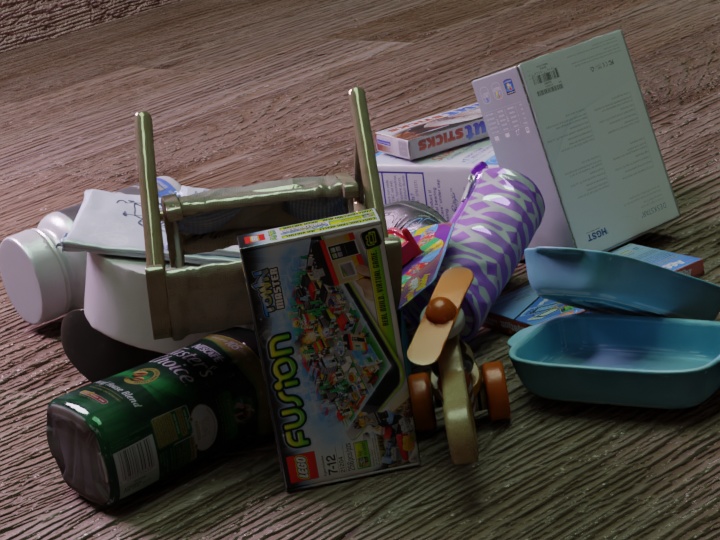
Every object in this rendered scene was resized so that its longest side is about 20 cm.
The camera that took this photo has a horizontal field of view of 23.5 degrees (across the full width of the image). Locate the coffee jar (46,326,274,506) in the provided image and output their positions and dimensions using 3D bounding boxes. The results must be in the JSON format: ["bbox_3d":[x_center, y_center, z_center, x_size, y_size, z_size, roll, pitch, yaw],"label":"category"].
[{"bbox_3d":[-0.148,0.114,1.413,0.199,0.086,0.104,-22,22,-34],"label":"coffee jar"}]

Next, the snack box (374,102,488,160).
[{"bbox_3d":[0.118,-0.158,1.860,0.198,0.025,0.072,-18,19,-26],"label":"snack box"}]

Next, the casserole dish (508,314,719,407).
[{"bbox_3d":[0.215,0.074,1.398,0.198,0.039,0.121,3,19,31],"label":"casserole dish"}]

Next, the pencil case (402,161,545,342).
[{"bbox_3d":[0.105,-0.019,1.603,0.084,0.086,0.200,-30,19,40],"label":"pencil case"}]

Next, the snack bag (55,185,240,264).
[{"bbox_3d":[-0.168,-0.044,1.585,0.198,0.022,0.189,5,18,-3],"label":"snack bag"}]

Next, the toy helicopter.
[{"bbox_3d":[0.073,0.082,1.319,0.078,0.134,0.200,-8,18,3],"label":"toy helicopter"}]

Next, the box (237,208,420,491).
[{"bbox_3d":[-0.023,0.062,1.319,0.109,0.202,0.035,-12,19,-4],"label":"box"}]

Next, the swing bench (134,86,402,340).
[{"bbox_3d":[-0.079,-0.030,1.414,0.197,0.130,0.201,-5,47,-6],"label":"swing bench"}]

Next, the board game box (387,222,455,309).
[{"bbox_3d":[0.000,0.000,1.523,0.157,0.039,0.200,-27,17,22],"label":"board game box"}]

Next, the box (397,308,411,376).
[{"bbox_3d":[0.001,0.091,1.463,0.081,0.050,0.200,-8,18,3],"label":"box"}]

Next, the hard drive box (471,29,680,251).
[{"bbox_3d":[0.216,-0.120,1.725,0.155,0.202,0.077,-21,5,-36],"label":"hard drive box"}]

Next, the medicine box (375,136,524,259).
[{"bbox_3d":[0.128,-0.092,1.863,0.198,0.104,0.182,4,22,34],"label":"medicine box"}]

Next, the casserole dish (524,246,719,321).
[{"bbox_3d":[0.224,0.017,1.473,0.199,0.039,0.121,16,-9,-40],"label":"casserole dish"}]

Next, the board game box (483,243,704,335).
[{"bbox_3d":[0.214,0.019,1.617,0.199,0.020,0.103,-21,19,-29],"label":"board game box"}]

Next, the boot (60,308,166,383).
[{"bbox_3d":[-0.187,0.075,1.591,0.198,0.074,0.075,13,19,29],"label":"boot"}]

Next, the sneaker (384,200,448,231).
[{"bbox_3d":[0.057,-0.022,1.735,0.199,0.074,0.082,9,24,44],"label":"sneaker"}]

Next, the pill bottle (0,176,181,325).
[{"bbox_3d":[-0.273,-0.019,1.832,0.199,0.115,0.113,-22,22,-34],"label":"pill bottle"}]

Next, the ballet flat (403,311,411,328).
[{"bbox_3d":[0.003,-0.002,1.685,0.071,0.073,0.200,-15,21,-18],"label":"ballet flat"}]

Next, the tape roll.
[{"bbox_3d":[-0.149,0.011,1.571,0.200,0.072,0.203,5,17,-2],"label":"tape roll"}]
